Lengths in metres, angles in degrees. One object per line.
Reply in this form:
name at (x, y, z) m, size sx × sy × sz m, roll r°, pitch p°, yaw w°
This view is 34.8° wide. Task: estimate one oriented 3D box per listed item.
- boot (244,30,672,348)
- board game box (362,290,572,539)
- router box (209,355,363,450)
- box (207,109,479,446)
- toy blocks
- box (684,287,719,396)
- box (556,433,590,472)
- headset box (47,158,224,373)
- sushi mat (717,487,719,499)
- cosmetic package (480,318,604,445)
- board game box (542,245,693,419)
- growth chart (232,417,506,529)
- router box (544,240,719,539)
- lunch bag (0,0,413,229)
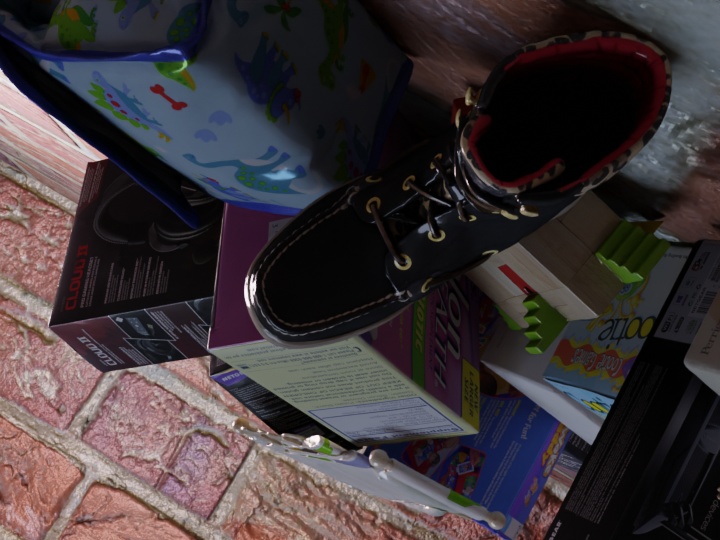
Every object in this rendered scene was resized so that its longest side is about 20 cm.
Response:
boot at (0.041, -0.034, 0.523) m, size 0.074 × 0.198 × 0.151 m, roll 65°, pitch 168°, yaw 6°
board game box at (0.109, 0.096, 0.925) m, size 0.134 × 0.201 × 0.045 m, roll 25°, pitch 170°, yaw 31°
router box at (-0.059, 0.038, 0.969) m, size 0.052 × 0.202 × 0.157 m, roll -21°, pitch 137°, yaw 21°
box at (0.000, 0.000, 0.758) m, size 0.096 × 0.178 × 0.200 m, roll -10°, pitch 151°, yaw 25°
toy blocks at (0.085, -0.033, 0.696) m, size 0.137 × 0.100 × 0.200 m, roll 42°, pitch 171°, yaw -2°
box at (0.245, 0.037, 0.487) m, size 0.077 × 0.096 × 0.199 m, roll 34°, pitch 169°, yaw -24°
box at (0.175, 0.111, 1.116) m, size 0.199 × 0.105 × 0.148 m, roll 34°, pitch 171°, yaw -18°
headset box at (-0.131, -0.016, 0.844) m, size 0.198 × 0.150 × 0.077 m, roll -9°, pitch 145°, yaw 21°
sushi mat at (0.271, 0.090, 0.547) m, size 0.198 × 0.012 × 0.095 m, roll -12°, pitch -168°, yaw -31°
cosmetic package at (0.194, 0.076, 0.841) m, size 0.200 × 0.108 × 0.085 m, roll 38°, pitch 169°, yaw -34°
board game box at (0.234, 0.079, 0.726) m, size 0.199 × 0.104 × 0.105 m, roll 33°, pitch 171°, yaw -22°
growth chart at (-0.004, 0.150, 0.863) m, size 0.144 × 0.018 × 0.199 m, roll 34°, pitch 161°, yaw -32°
router box at (0.206, 0.110, 0.622) m, size 0.157 × 0.201 × 0.052 m, roll 34°, pitch 171°, yaw -22°
lunch bag at (-0.102, -0.110, 0.619) m, size 0.198 × 0.129 × 0.170 m, roll 9°, pitch 160°, yaw 35°
